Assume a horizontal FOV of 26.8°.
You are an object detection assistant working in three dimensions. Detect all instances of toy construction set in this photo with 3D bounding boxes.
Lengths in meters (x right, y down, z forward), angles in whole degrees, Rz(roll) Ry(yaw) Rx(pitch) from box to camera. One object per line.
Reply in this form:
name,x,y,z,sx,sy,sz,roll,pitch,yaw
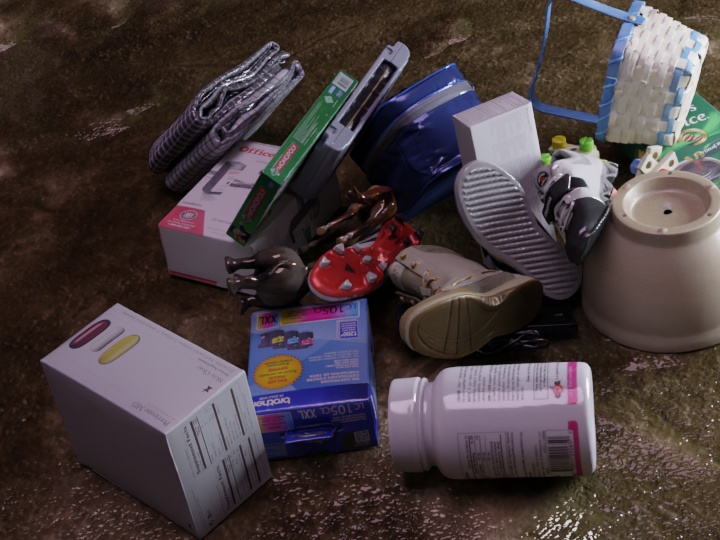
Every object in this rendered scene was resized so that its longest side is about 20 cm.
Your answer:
toy construction set,0.287,-0.103,1.817,0.131,0.092,0.200,-31,25,-27

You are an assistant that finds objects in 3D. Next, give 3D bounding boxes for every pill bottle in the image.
pill bottle,0.133,0.151,1.513,0.200,0.113,0.113,-3,38,10

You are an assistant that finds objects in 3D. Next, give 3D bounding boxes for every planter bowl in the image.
planter bowl,0.340,-0.025,1.669,0.200,0.135,0.200,-8,37,6

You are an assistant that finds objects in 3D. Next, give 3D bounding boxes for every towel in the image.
towel,-0.182,-0.209,2.003,0.086,0.166,0.200,45,53,-4

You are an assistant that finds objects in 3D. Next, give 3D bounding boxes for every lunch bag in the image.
lunch bag,0.075,-0.158,1.851,0.136,0.200,0.132,-29,82,-24

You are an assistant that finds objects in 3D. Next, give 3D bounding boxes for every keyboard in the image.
keyboard,0.140,0.069,1.688,0.200,0.040,0.104,-3,26,0

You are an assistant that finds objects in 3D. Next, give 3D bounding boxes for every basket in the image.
basket,0.314,-0.244,1.862,0.200,0.176,0.139,17,47,9

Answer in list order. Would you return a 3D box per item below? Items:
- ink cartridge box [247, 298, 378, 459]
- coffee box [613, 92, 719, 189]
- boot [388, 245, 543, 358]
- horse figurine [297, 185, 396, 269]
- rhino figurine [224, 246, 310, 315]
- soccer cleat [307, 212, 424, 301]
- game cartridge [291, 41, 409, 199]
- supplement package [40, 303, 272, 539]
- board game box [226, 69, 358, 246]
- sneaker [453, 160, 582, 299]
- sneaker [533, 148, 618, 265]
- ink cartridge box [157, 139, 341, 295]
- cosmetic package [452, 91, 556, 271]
ink cartridge box,-0.051,0.126,1.625,0.136,0.076,0.200,-8,39,4
coffee box,0.409,-0.156,1.891,0.123,0.044,0.200,-20,38,-9
boot,0.081,0.029,1.648,0.200,0.072,0.155,-16,30,-41
horse figurine,-0.008,-0.061,1.809,0.133,0.200,0.050,-36,88,-28
rhino figurine,-0.099,0.018,1.710,0.087,0.200,0.060,-11,77,1
soccer cleat,0.000,0.000,1.739,0.069,0.085,0.200,43,39,10
game cartridge,-0.013,-0.179,1.843,0.040,0.133,0.200,36,55,-4
supplement package,-0.211,0.153,1.563,0.200,0.156,0.111,23,50,36
board game box,-0.080,-0.133,1.780,0.029,0.135,0.200,35,51,-2
sneaker,0.163,-0.047,1.697,0.078,0.200,0.079,-43,23,-5
sneaker,0.227,-0.074,1.659,0.088,0.074,0.200,25,29,-1
ink cartridge box,-0.136,-0.070,1.889,0.146,0.085,0.200,13,42,27
cosmetic package,0.169,-0.099,1.750,0.083,0.200,0.051,-22,30,-14
